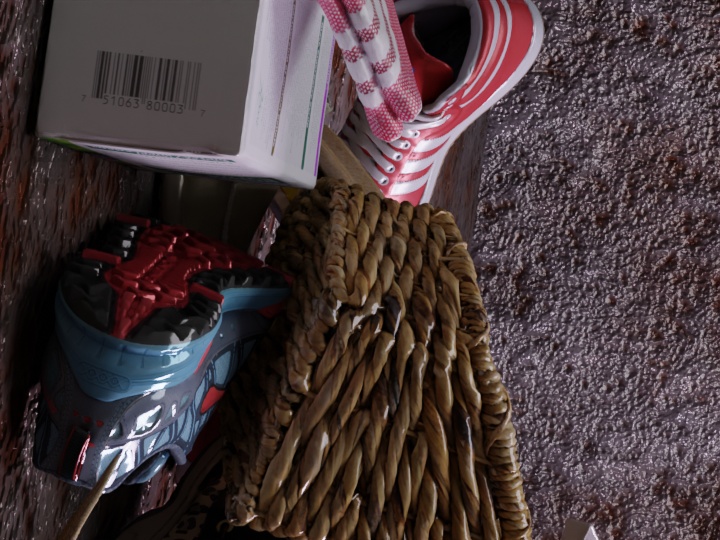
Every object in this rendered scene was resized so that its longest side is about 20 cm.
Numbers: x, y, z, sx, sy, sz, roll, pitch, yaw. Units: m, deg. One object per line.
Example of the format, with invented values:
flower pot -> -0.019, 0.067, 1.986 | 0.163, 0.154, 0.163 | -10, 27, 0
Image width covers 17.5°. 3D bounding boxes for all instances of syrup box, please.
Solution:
syrup box -> -0.063, -0.079, 0.934 | 0.200, 0.079, 0.082 | 20, 77, -83

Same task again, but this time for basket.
basket -> 0.027, 0.046, 1.060 | 0.200, 0.149, 0.143 | -108, -140, -75

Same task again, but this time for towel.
towel -> -0.034, -0.159, 0.881 | 0.146, 0.030, 0.200 | -103, 167, -54

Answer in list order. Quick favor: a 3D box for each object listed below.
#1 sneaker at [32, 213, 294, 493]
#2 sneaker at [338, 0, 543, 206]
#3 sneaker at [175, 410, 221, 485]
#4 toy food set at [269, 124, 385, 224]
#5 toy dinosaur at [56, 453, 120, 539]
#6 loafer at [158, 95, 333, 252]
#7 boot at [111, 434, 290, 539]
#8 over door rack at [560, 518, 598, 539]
sneaker -> -0.090, 0.036, 0.959 | 0.200, 0.079, 0.096 | -31, 144, -74
sneaker -> 0.017, -0.083, 1.332 | 0.200, 0.071, 0.112 | -52, 164, 12
sneaker -> -0.046, 0.037, 1.264 | 0.200, 0.071, 0.113 | -61, 162, -66
toy food set -> 0.000, 0.000, 1.252 | 0.198, 0.049, 0.200 | 60, -5, -28
toy dinosaur -> -0.127, 0.169, 0.887 | 0.101, 0.058, 0.200 | -97, -165, -51
loafer -> -0.049, -0.073, 1.106 | 0.076, 0.068, 0.200 | 43, 56, -82
boot -> -0.023, 0.141, 1.097 | 0.200, 0.150, 0.073 | -34, 135, -61
over door rack -> 0.029, 0.208, 1.168 | 0.067, 0.147, 0.200 | 47, 59, -61
